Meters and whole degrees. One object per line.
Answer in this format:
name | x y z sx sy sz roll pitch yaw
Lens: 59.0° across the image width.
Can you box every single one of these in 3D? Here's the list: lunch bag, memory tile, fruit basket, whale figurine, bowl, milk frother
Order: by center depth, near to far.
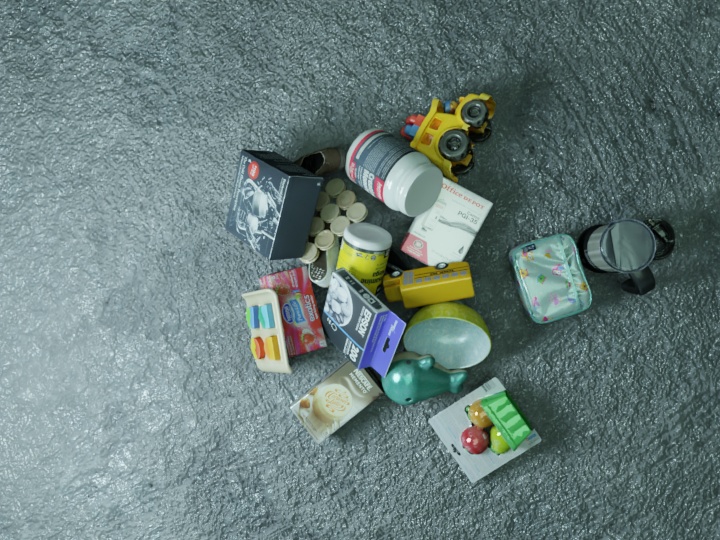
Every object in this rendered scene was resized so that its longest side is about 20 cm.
milk frother | 0.616 -0.063 1.419 0.180 0.188 0.200 41 93 2
whale figurine | 0.148 0.263 1.478 0.199 0.104 0.159 9 133 -4
bowl | 0.204 0.130 1.480 0.199 0.201 0.108 9 48 4
lunch bag | 0.445 0.014 1.487 0.160 0.077 0.201 -17 89 4
fruit basket | 0.294 0.377 1.508 0.200 0.094 0.185 -37 87 19
memory tile | -0.090 -0.119 1.517 0.200 0.017 0.153 -39 56 -2

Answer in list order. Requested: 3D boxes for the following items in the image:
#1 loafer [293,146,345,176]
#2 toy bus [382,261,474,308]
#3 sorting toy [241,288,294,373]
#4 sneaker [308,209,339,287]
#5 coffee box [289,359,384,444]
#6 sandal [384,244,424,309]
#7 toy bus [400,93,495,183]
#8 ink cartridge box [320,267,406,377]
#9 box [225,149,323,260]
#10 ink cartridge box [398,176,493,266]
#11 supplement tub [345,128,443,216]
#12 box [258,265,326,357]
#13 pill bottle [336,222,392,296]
loafer | -0.126 -0.244 1.495 0.200 0.071 0.073 -22 80 40
toy bus | 0.153 0.035 1.437 0.199 0.078 0.065 -11 121 10
sorting toy | -0.226 0.146 1.495 0.036 0.185 0.201 -14 91 -31
sneaker | -0.084 -0.053 1.541 0.073 0.085 0.201 -2 69 22
coffee box | -0.054 0.303 1.524 0.200 0.080 0.114 -40 88 3
sandal | 0.096 0.013 1.511 0.200 0.076 0.043 48 54 2
toy bus | 0.197 -0.335 1.491 0.192 0.136 0.200 30 90 20
ink cartridge box | -0.003 0.125 1.419 0.043 0.199 0.200 -28 58 -37
box | -0.202 -0.152 1.456 0.182 0.104 0.201 31 115 36
ink cartridge box | 0.200 -0.103 1.501 0.146 0.083 0.200 28 92 2
supplement tub | 0.075 -0.224 1.450 0.200 0.140 0.141 39 93 33
box | -0.162 0.099 1.509 0.099 0.095 0.201 -14 89 -24
pill bottle | 0.000 0.000 1.478 0.112 0.113 0.201 15 118 4
